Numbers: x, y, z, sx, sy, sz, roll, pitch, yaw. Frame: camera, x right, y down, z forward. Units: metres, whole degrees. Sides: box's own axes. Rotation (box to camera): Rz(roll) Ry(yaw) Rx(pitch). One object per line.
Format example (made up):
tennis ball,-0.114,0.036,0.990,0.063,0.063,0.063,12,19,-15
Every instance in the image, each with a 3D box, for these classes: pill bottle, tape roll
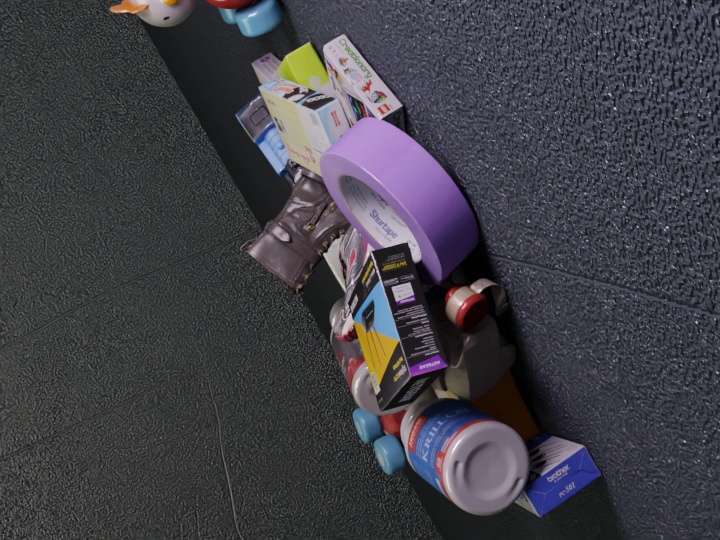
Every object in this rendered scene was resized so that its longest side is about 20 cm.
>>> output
pill bottle,0.120,0.222,1.233,0.113,0.112,0.200,61,167,-13
tape roll,0.043,-0.078,1.140,0.200,0.066,0.200,43,166,13
pill bottle,0.016,0.119,1.508,0.111,0.110,0.200,65,178,-35

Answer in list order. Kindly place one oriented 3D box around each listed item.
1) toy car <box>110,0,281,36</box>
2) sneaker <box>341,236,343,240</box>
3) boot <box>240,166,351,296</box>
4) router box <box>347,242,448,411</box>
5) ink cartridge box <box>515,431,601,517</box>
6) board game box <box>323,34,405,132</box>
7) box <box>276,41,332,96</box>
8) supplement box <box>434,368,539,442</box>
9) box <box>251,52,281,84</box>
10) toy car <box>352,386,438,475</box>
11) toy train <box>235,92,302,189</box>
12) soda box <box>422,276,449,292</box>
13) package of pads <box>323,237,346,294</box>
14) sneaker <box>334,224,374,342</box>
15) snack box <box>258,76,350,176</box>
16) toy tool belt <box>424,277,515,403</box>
toy car,-0.241,-0.386,1.334,0.177,0.199,0.185,45,164,55
sneaker,0.032,-0.006,1.482,0.201,0.080,0.075,53,160,24
boot,-0.051,-0.041,1.421,0.199,0.175,0.069,31,175,-4
router box,0.039,0.072,1.170,0.200,0.051,0.151,113,141,-69
ink cartridge box,0.225,0.256,1.271,0.044,0.094,0.200,59,171,-1
board game box,0.011,-0.178,1.211,0.127,0.034,0.200,54,170,24
box,-0.045,-0.210,1.382,0.201,0.047,0.122,61,171,-6
supplement box,0.158,0.162,1.390,0.127,0.073,0.200,63,170,-20
box,-0.112,-0.282,1.530,0.200,0.038,0.042,48,165,50
toy car,0.085,0.191,1.611,0.177,0.183,0.202,-134,28,-56
toy train,-0.116,-0.197,1.605,0.201,0.087,0.114,55,-168,24
soda box,0.077,0.005,1.334,0.064,0.068,0.200,54,171,25
package of pads,0.005,0.021,1.708,0.201,0.068,0.155,60,-177,-2
sneaker,0.000,0.000,1.362,0.074,0.202,0.081,14,170,13
snack box,-0.064,-0.184,1.307,0.200,0.037,0.117,35,152,57
toy tool belt,0.108,0.066,1.209,0.123,0.125,0.201,41,162,36
